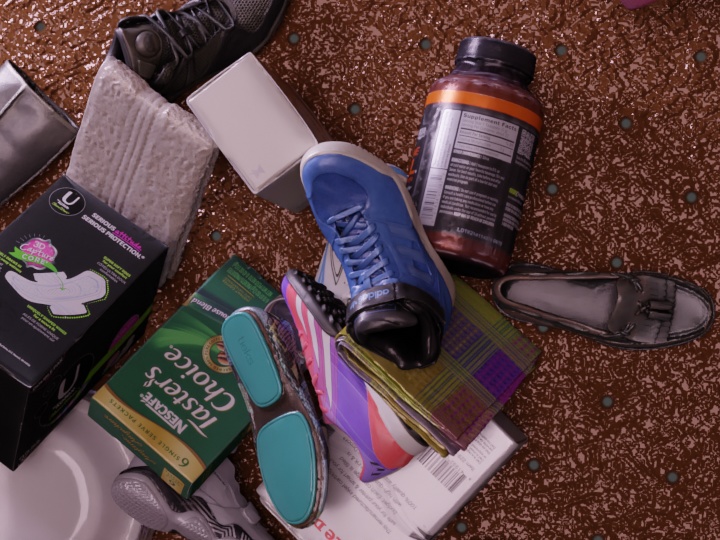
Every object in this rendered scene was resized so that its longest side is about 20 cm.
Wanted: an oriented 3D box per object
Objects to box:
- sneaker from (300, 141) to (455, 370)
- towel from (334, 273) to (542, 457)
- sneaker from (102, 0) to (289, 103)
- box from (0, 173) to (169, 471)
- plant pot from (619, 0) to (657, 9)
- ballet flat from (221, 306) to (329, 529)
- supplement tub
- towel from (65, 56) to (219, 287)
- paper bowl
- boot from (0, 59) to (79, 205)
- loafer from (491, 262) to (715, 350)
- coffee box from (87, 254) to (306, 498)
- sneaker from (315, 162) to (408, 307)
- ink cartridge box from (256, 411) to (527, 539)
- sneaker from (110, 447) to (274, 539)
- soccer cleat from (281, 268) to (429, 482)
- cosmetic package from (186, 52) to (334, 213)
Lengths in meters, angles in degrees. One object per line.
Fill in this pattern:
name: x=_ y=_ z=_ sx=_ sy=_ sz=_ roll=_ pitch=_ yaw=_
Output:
sneaker: x=0.012 y=-0.005 z=1.470 sx=0.076 sy=0.111 sz=0.200 roll=-19 pitch=123 yaw=22
towel: x=0.069 y=0.072 z=1.561 sx=0.144 sy=0.200 sz=0.023 roll=42 pitch=125 yaw=6
sneaker: x=-0.152 y=-0.214 z=1.636 sx=0.199 sy=0.114 sz=0.076 roll=-32 pitch=86 yaw=7
box: x=-0.285 y=0.045 z=1.598 sx=0.124 sy=0.149 sz=0.200 roll=35 pitch=52 yaw=9
plant pot: x=0.239 y=-0.331 z=1.531 sx=0.200 sy=0.200 sz=0.179 roll=-30 pitch=100 yaw=9
ballet flat: x=-0.061 y=0.124 z=1.565 sx=0.074 sy=0.074 sz=0.201 roll=-19 pitch=78 yaw=10
supplement tub: x=0.100 y=-0.100 z=1.585 sx=0.106 sy=0.107 sz=0.201 roll=12 pitch=81 yaw=10
towel: x=-0.201 y=-0.086 z=1.635 sx=0.132 sy=0.034 sz=0.200 roll=36 pitch=134 yaw=9
paper bowl: x=-0.292 y=0.208 z=1.668 sx=0.200 sy=0.104 sz=0.202 roll=0 pitch=89 yaw=10
boot: x=-0.390 y=-0.118 z=1.702 sx=0.182 sy=0.073 sz=0.200 roll=38 pitch=104 yaw=-5
loafer: x=0.212 y=0.032 z=1.591 sx=0.199 sy=0.063 sz=0.072 roll=6 pitch=91 yaw=11
coffee box: x=-0.134 y=0.093 z=1.614 sx=0.123 sy=0.044 sz=0.200 roll=41 pitch=61 yaw=7
sneaker: x=0.000 y=0.000 z=1.615 sx=0.072 sy=0.072 sz=0.201 roll=13 pitch=85 yaw=-14
ink cartridge box: x=0.028 y=0.174 z=1.615 sx=0.146 sy=0.084 sz=0.200 roll=45 pitch=97 yaw=10
sneaker: x=-0.123 y=0.204 z=1.643 sx=0.200 sy=0.075 sz=0.115 roll=34 pitch=60 yaw=-19
soccer cleat: x=-0.020 y=0.089 z=1.558 sx=0.073 sy=0.068 sz=0.200 roll=-40 pitch=74 yaw=15
cosmetic package: x=-0.075 y=-0.117 z=1.575 sx=0.071 sy=0.200 sz=0.105 roll=-37 pitch=84 yaw=5
